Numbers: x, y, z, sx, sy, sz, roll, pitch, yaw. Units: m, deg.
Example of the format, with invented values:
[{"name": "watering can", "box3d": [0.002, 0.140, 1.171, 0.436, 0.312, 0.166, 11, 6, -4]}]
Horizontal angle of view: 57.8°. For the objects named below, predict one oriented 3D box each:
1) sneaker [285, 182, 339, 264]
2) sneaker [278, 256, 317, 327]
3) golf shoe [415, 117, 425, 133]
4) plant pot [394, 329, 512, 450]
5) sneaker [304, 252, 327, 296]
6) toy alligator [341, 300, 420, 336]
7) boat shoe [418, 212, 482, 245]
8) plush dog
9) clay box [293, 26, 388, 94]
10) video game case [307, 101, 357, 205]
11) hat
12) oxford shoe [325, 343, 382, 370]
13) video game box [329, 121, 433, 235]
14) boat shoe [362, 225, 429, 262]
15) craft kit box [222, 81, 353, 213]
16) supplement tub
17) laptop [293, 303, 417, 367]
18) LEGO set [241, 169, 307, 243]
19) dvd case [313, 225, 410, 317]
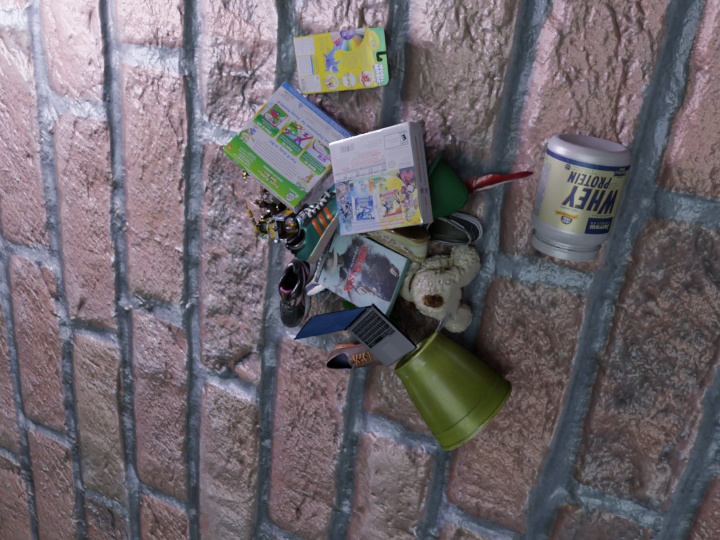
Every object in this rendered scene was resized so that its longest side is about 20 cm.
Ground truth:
[{"name": "sneaker", "box3d": [-0.091, -0.114, 1.393, 0.080, 0.071, 0.201, 24, 99, -22]}, {"name": "sneaker", "box3d": [-0.167, 0.049, 1.543, 0.080, 0.086, 0.201, 19, 117, 20]}, {"name": "golf shoe", "box3d": [0.082, -0.203, 1.277, 0.097, 0.078, 0.200, 39, 124, 1]}, {"name": "plant pot", "box3d": [0.179, 0.236, 1.377, 0.193, 0.200, 0.200, 46, 121, 0]}, {"name": "sneaker", "box3d": [-0.060, -0.017, 1.485, 0.200, 0.077, 0.085, -39, 80, 24]}, {"name": "toy alligator", "box3d": [0.054, 0.089, 1.475, 0.199, 0.059, 0.055, 20, 76, 18]}, {"name": "boat shoe", "box3d": [0.149, -0.096, 1.341, 0.199, 0.071, 0.073, 11, 115, 28]}, {"name": "plush dog", "box3d": [0.138, 0.030, 1.372, 0.171, 0.160, 0.201, 26, 120, 45]}, {"name": "clay box", "box3d": [-0.033, -0.424, 1.321, 0.199, 0.048, 0.116, 2, 110, 24]}, {"name": "video game case", "box3d": [-0.087, -0.238, 1.434, 0.182, 0.023, 0.201, 37, 121, 8]}, {"name": "hat", "box3d": [0.194, -0.126, 1.270, 0.175, 0.166, 0.200, 32, 134, 0]}, {"name": "oxford shoe", "box3d": [0.011, 0.203, 1.524, 0.199, 0.073, 0.072, -16, 101, 29]}, {"name": "video game box", "box3d": [0.036, -0.166, 1.224, 0.199, 0.047, 0.184, -5, 91, 41]}, {"name": "boat shoe", "box3d": [0.059, -0.074, 1.356, 0.200, 0.073, 0.063, 30, 134, 43]}, {"name": "craft kit box", "box3d": [-0.144, -0.255, 1.349, 0.200, 0.049, 0.198, 40, 78, 7]}, {"name": "supplement tub", "box3d": [0.390, -0.132, 1.173, 0.144, 0.145, 0.201, 16, 115, 19]}, {"name": "laptop", "box3d": [-0.015, 0.153, 1.382, 0.200, 0.116, 0.187, 43, 154, 1]}, {"name": "LEGO set", "box3d": [-0.200, -0.147, 1.444, 0.153, 0.116, 0.201, 15, 119, 22]}, {"name": "dvd case", "box3d": [0.000, 0.000, 1.394, 0.199, 0.022, 0.147, 29, 107, 30]}]
